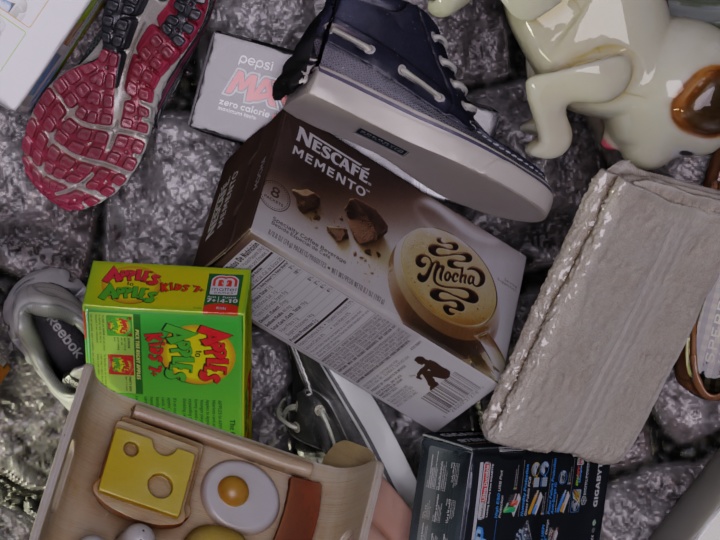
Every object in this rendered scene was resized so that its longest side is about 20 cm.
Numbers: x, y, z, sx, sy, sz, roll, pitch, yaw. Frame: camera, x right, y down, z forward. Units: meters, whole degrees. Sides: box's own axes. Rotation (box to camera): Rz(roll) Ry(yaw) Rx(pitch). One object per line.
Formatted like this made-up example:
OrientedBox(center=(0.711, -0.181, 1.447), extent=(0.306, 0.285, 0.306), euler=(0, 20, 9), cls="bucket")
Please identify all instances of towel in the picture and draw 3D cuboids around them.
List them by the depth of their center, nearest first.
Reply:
OrientedBox(center=(0.160, 0.030, 1.639), extent=(0.132, 0.034, 0.201), euler=(13, 108, -43), cls="towel")

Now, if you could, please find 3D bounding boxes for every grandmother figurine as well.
OrientedBox(center=(0.026, 0.196, 1.690), extent=(0.121, 0.061, 0.200), euler=(-35, 130, 11), cls="grandmother figurine")

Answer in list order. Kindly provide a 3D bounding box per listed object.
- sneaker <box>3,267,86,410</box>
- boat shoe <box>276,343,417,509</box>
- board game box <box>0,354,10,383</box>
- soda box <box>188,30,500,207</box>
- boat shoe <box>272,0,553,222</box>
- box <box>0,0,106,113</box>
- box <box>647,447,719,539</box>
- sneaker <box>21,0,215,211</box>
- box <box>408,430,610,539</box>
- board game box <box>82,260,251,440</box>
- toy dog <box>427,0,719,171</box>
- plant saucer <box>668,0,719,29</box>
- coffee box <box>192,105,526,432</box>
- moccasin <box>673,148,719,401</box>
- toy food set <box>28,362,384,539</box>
OrientedBox(center=(-0.165, 0.087, 1.702), extent=(0.075, 0.081, 0.200), euler=(-43, 96, -1), cls="sneaker")
OrientedBox(center=(-0.020, 0.097, 1.713), extent=(0.063, 0.071, 0.201), euler=(-29, 97, -1), cls="boat shoe")
OrientedBox(center=(-0.368, 0.058, 1.628), extent=(0.199, 0.200, 0.200), euler=(-37, 96, 1), cls="board game box")
OrientedBox(center=(-0.012, -0.101, 1.702), extent=(0.199, 0.063, 0.071), euler=(15, 94, -3), cls="soda box")
OrientedBox(center=(0.048, -0.111, 1.639), extent=(0.199, 0.075, 0.093), euler=(27, 72, -18), cls="boat shoe")
OrientedBox(center=(-0.205, -0.212, 1.659), extent=(0.101, 0.112, 0.201), euler=(34, 92, -3), cls="box")
OrientedBox(center=(0.299, 0.219, 1.717), extent=(0.200, 0.109, 0.128), euler=(39, 92, -4), cls="box")
OrientedBox(center=(-0.150, -0.126, 1.693), extent=(0.080, 0.075, 0.200), euler=(36, 105, 5), cls="sneaker")
OrientedBox(center=(0.093, 0.208, 1.690), extent=(0.046, 0.158, 0.201), euler=(11, 96, 41), cls="box")
OrientedBox(center=(-0.121, 0.090, 1.631), extent=(0.101, 0.048, 0.201), euler=(3, 127, 1), cls="board game box")
OrientedBox(center=(0.163, -0.154, 1.639), extent=(0.194, 0.140, 0.200), euler=(-44, 97, -1), cls="toy dog")
OrientedBox(center=(0.236, -0.251, 1.707), extent=(0.199, 0.050, 0.202), euler=(0, 95, -2), cls="plant saucer")
OrientedBox(center=(0.000, 0.000, 1.655), extent=(0.199, 0.113, 0.080), euler=(32, 137, -18), cls="coffee box")
OrientedBox(center=(0.253, -0.012, 1.712), extent=(0.073, 0.078, 0.203), euler=(18, 93, -1), cls="moccasin")
OrientedBox(center=(-0.094, 0.150, 1.548), extent=(0.199, 0.060, 0.144), euler=(20, 61, -11), cls="toy food set")
